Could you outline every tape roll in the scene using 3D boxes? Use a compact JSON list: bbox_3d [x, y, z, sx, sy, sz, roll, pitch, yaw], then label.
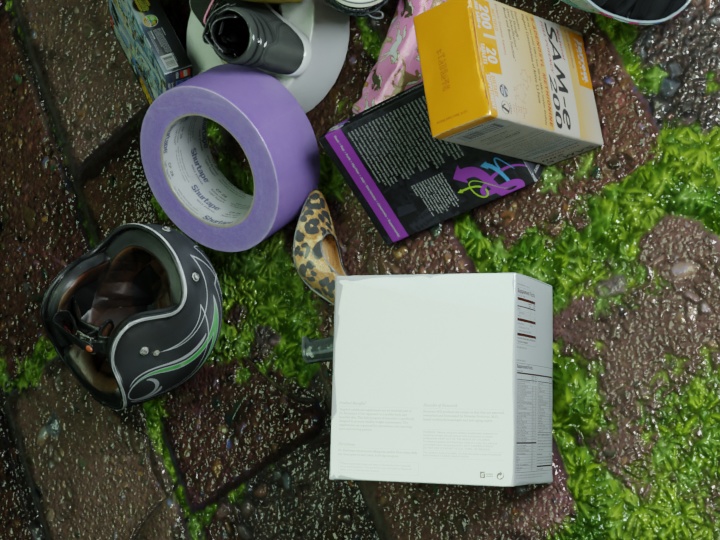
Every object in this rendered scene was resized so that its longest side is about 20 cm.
[{"bbox_3d":[-0.110,-0.279,1.711,0.202,0.071,0.204,-5,81,37],"label":"tape roll"},{"bbox_3d":[-0.150,-0.128,1.660,0.199,0.085,0.201,18,123,29],"label":"tape roll"}]

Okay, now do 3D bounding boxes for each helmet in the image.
[{"bbox_3d":[-0.254,0.048,1.706,0.200,0.191,0.201,36,149,25],"label":"helmet"}]

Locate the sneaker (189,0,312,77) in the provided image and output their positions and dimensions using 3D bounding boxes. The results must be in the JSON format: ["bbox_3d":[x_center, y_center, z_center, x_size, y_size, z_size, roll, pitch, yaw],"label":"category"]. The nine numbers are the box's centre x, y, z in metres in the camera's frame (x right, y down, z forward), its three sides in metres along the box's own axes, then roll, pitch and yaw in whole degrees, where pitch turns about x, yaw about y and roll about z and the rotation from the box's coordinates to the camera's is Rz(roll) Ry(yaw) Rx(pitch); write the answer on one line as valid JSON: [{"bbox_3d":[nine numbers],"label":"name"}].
[{"bbox_3d":[-0.149,-0.283,1.636,0.200,0.099,0.071,37,109,35],"label":"sneaker"}]

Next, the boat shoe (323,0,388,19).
[{"bbox_3d":[-0.001,-0.304,1.579,0.074,0.200,0.063,12,111,-2],"label":"boat shoe"}]

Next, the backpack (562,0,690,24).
[{"bbox_3d":[0.251,-0.339,1.378,0.150,0.177,0.201,28,107,59],"label":"backpack"}]

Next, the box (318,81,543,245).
[{"bbox_3d":[0.073,-0.122,1.526,0.199,0.036,0.143,-22,110,34],"label":"box"}]

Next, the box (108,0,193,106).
[{"bbox_3d":[-0.260,-0.278,1.796,0.201,0.040,0.137,62,161,25],"label":"box"}]

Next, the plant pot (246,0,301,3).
[{"bbox_3d":[-0.102,-0.370,1.578,0.142,0.200,0.201,33,106,4],"label":"plant pot"}]

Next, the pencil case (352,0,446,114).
[{"bbox_3d":[0.058,-0.242,1.571,0.082,0.087,0.201,21,98,5],"label":"pencil case"}]

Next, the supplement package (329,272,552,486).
[{"bbox_3d":[0.084,0.109,1.444,0.190,0.147,0.201,-1,84,22],"label":"supplement package"}]

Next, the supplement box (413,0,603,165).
[{"bbox_3d":[0.147,-0.184,1.420,0.073,0.199,0.127,-19,74,38],"label":"supplement box"}]

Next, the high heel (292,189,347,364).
[{"bbox_3d":[0.000,0.000,1.604,0.142,0.071,0.201,-9,78,26],"label":"high heel"}]
